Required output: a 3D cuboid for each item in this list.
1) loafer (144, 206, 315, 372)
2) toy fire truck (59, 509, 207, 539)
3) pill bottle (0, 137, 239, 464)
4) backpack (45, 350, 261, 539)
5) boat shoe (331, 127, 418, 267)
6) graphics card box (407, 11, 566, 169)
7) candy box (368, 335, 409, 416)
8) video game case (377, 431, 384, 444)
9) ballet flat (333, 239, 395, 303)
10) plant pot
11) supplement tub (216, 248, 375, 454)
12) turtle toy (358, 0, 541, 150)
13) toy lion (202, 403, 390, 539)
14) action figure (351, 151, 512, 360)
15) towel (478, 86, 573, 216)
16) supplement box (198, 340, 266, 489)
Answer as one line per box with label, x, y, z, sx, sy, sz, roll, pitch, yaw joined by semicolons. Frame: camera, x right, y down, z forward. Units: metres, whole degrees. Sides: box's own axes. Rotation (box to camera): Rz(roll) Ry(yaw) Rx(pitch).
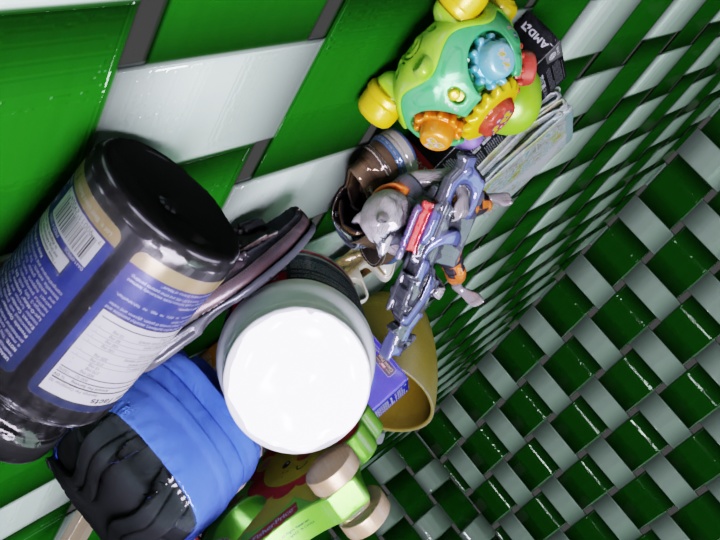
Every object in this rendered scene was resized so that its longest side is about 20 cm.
loafer;-0.124;0.001;0.725;0.199;0.064;0.072;-40;-162;-19
toy fire truck;-0.261;0.293;1.032;0.196;0.130;0.178;-20;131;5
pill bottle;-0.177;0.025;0.550;0.200;0.112;0.111;-46;165;16
backpack;-0.183;0.161;0.803;0.168;0.162;0.200;-46;180;-39
boat shoe;0.007;-0.062;0.884;0.072;0.072;0.202;-31;152;-20
graphics card box;0.132;-0.170;0.927;0.200;0.051;0.125;-44;165;10
candy box;-0.065;0.141;1.049;0.199;0.170;0.077;-39;162;-8
video game case;-0.063;0.216;1.268;0.200;0.179;0.022;44;66;-75
ballet flat;0.000;0.000;1.028;0.199;0.071;0.071;-38;165;-18
plant pot;0.033;0.119;1.258;0.201;0.197;0.144;117;-1;-55
supplement tub;-0.059;0.066;0.787;0.140;0.141;0.200;-43;-167;5
turtle toy;0.098;-0.164;0.751;0.146;0.101;0.199;-49;164;26
toy lion;-0.061;0.196;0.776;0.199;0.069;0.192;-38;-164;-2
action figure;0.058;-0.020;0.828;0.192;0.104;0.203;18;101;-50
towel;0.216;-0.160;1.183;0.170;0.048;0.200;-41;165;5
supplement box;-0.117;0.178;0.956;0.125;0.201;0.074;-38;165;-12
